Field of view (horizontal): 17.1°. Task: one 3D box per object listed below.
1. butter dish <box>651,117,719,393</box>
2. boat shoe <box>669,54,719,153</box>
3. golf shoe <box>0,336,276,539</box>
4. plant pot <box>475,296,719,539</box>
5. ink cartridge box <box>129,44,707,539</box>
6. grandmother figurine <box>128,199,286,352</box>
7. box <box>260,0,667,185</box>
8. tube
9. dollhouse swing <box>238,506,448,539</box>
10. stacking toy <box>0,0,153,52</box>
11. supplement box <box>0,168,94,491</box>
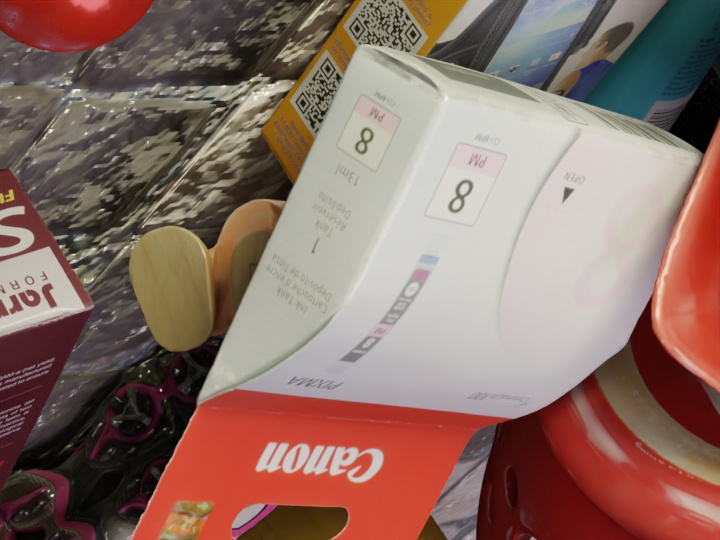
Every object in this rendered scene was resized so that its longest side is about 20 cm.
[{"bbox_3d":[0.232,-0.020,0.822,0.148,0.200,0.200,-17,-136,62],"label":"butter dish"},{"bbox_3d":[0.166,-0.085,0.946,0.072,0.070,0.201,-43,175,-44],"label":"boat shoe"},{"bbox_3d":[-0.080,0.088,0.987,0.200,0.073,0.092,-30,160,14],"label":"golf shoe"},{"bbox_3d":[0.154,0.076,0.975,0.200,0.201,0.183,-25,151,-21],"label":"plant pot"},{"bbox_3d":[0.022,0.031,0.820,0.162,0.057,0.201,9,107,-51],"label":"ink cartridge box"},{"bbox_3d":[0.000,0.000,0.905,0.200,0.121,0.061,-9,109,-66],"label":"grandmother figurine"},{"bbox_3d":[0.062,-0.103,0.809,0.119,0.042,0.200,-14,155,-42],"label":"box"},{"bbox_3d":[0.130,-0.111,0.883,0.200,0.050,0.078,-56,-178,42],"label":"tube"},{"bbox_3d":[-0.055,0.179,1.118,0.200,0.182,0.176,-31,146,-8],"label":"dollhouse swing"},{"bbox_3d":[-0.034,-0.124,0.572,0.200,0.086,0.085,-40,160,34],"label":"stacking toy"},{"bbox_3d":[-0.171,0.058,0.789,0.109,0.061,0.200,-20,157,-36],"label":"supplement box"}]
